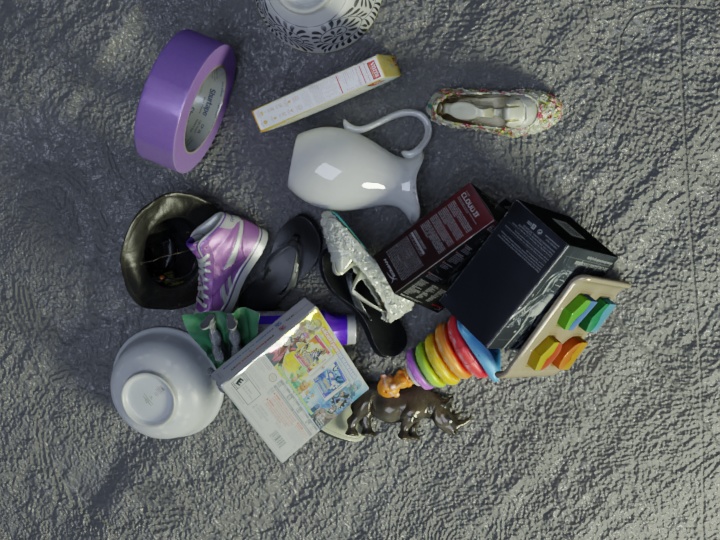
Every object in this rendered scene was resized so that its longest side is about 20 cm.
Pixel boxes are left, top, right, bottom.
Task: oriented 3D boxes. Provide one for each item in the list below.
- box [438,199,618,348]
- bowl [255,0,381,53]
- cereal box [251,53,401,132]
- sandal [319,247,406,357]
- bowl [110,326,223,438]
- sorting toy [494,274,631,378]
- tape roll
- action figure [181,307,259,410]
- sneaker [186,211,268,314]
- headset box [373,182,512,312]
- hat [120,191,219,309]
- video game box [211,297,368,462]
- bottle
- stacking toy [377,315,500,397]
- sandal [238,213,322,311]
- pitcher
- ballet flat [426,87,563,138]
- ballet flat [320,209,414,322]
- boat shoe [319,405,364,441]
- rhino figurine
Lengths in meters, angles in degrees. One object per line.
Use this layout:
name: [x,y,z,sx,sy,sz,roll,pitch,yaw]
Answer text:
box: [0.242,0.013,1.340,0.104,0.200,0.182,47,111,28]
bowl: [-0.073,-0.417,1.363,0.201,0.094,0.201,2,103,11]
cereal box: [-0.046,-0.260,1.371,0.200,0.144,0.040,-21,97,14]
sandal: [0.012,0.042,1.461,0.076,0.043,0.200,-39,99,-23]
bowl: [-0.336,0.201,1.568,0.201,0.090,0.201,3,105,11]
sorting toy: [0.302,0.090,1.371,0.036,0.185,0.200,47,112,28]
tape roll: [-0.255,-0.247,1.385,0.066,0.200,0.200,22,107,4]
action figure: [-0.197,0.144,1.445,0.118,0.055,0.200,1,133,10]
sneaker: [-0.241,0.001,1.478,0.114,0.073,0.201,24,93,-37]
headset box: [0.143,-0.034,1.378,0.200,0.149,0.077,-39,61,17]
hat: [-0.307,-0.040,1.496,0.081,0.200,0.201,35,114,46]
video game box: [-0.102,0.168,1.433,0.182,0.047,0.200,-38,128,-10]
bottle: [-0.107,0.096,1.493,0.200,0.084,0.065,-1,83,-5]
stacking toy: [0.112,0.145,1.457,0.200,0.110,0.116,-30,104,18]
sandal: [-0.125,0.002,1.501,0.076,0.043,0.200,33,107,2]
pitcher: [0.001,-0.169,1.407,0.200,0.121,0.172,11,87,-2]
ballet flat: [0.194,-0.229,1.372,0.200,0.064,0.076,1,103,10]
ballet flat: [0.000,0.000,1.398,0.072,0.072,0.200,-40,101,17]
boat shoe: [-0.081,0.221,1.543,0.200,0.068,0.072,27,67,-7]
rhino figurine: [0.078,0.227,1.505,0.200,0.060,0.088,2,82,9]
